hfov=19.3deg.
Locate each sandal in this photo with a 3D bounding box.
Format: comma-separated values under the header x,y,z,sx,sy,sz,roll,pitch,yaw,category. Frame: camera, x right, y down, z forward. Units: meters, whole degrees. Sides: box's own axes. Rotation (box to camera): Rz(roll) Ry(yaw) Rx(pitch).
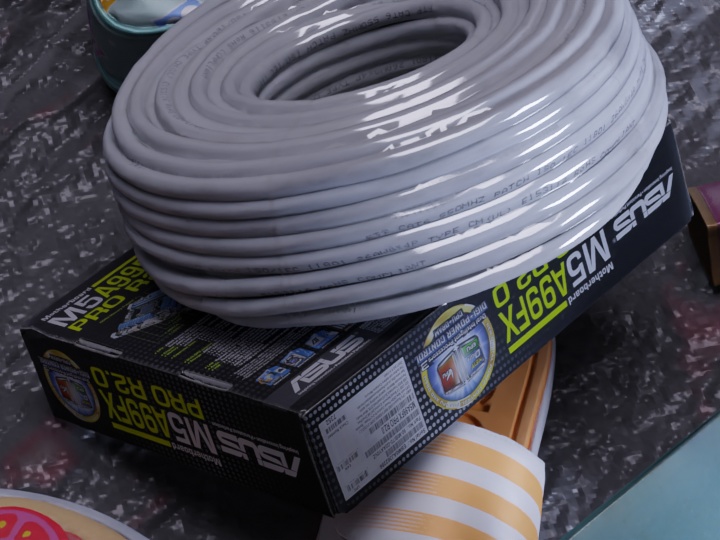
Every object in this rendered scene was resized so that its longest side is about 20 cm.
x,y,z,sx,sy,sz,roll,pitch,yaw,category
0.028,0.064,0.748,0.079,0.059,0.207,9,47,6,sandal

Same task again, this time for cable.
x,y,z,sx,sy,sz,roll,pitch,yaw,category
0.008,-0.056,0.751,0.200,0.069,0.200,3,34,35,cable

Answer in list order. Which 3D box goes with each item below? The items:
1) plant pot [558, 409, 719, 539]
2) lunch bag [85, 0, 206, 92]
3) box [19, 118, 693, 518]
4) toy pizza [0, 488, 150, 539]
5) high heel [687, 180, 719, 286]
x,y,z,sx,sy,sz,roll,pitch,yaw,category
0.093,0.148,0.583,0.200,0.201,0.161,-34,80,-30,plant pot
-0.021,-0.153,0.922,0.199,0.077,0.161,-3,63,-6,lunch bag
0.000,0.000,0.778,0.160,0.044,0.200,12,40,45,box
-0.136,0.144,0.683,0.200,0.032,0.200,1,46,-1,toy pizza
0.195,0.020,0.795,0.096,0.067,0.200,-15,34,-2,high heel
